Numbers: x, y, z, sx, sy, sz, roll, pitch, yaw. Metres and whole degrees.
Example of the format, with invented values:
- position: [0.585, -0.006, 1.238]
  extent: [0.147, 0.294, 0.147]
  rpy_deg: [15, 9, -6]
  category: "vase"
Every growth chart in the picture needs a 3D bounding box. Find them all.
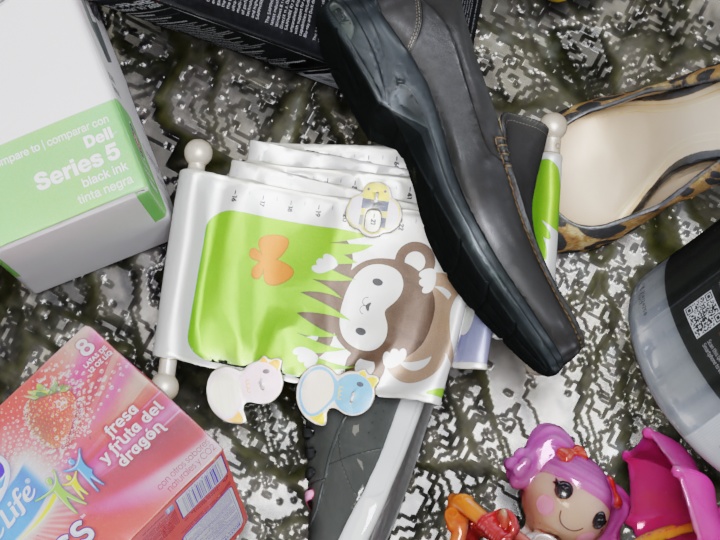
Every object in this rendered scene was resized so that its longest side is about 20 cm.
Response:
- position: [0.000, 0.000, 1.328]
  extent: [0.199, 0.018, 0.146]
  rpy_deg: [-2, 77, 3]
  category: "growth chart"

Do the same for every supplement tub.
- position: [0.231, 0.003, 1.295]
  extent: [0.200, 0.122, 0.123]
  rpy_deg: [-38, 82, 28]
  category: "supplement tub"

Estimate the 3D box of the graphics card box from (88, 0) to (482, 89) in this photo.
- position: [-0.028, -0.161, 1.344]
  extent: [0.199, 0.051, 0.126]
  rpy_deg: [16, 80, -34]
  category: "graphics card box"

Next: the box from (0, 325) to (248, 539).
- position: [-0.156, 0.138, 1.295]
  extent: [0.095, 0.103, 0.200]
  rpy_deg: [40, 75, 21]
  category: "box"

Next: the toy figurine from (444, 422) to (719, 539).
- position: [0.086, 0.147, 1.312]
  extent: [0.200, 0.150, 0.184]
  rpy_deg: [40, 72, -10]
  category: "toy figurine"

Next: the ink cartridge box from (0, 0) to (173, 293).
- position: [-0.163, -0.103, 1.340]
  extent: [0.084, 0.146, 0.201]
  rpy_deg: [-22, 82, 0]
  category: "ink cartridge box"

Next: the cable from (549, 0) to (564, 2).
- position: [0.063, -0.161, 1.326]
  extent: [0.199, 0.097, 0.051]
  rpy_deg: [-8, 64, -41]
  category: "cable"

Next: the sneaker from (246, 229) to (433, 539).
- position: [-0.019, 0.067, 1.357]
  extent: [0.099, 0.071, 0.201]
  rpy_deg: [17, 78, 6]
  category: "sneaker"

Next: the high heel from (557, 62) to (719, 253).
- position: [0.131, -0.060, 1.333]
  extent: [0.199, 0.143, 0.072]
  rpy_deg: [-15, 82, -2]
  category: "high heel"

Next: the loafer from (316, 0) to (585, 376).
- position: [0.056, -0.049, 1.290]
  extent: [0.072, 0.073, 0.201]
  rpy_deg: [-27, 85, -11]
  category: "loafer"
